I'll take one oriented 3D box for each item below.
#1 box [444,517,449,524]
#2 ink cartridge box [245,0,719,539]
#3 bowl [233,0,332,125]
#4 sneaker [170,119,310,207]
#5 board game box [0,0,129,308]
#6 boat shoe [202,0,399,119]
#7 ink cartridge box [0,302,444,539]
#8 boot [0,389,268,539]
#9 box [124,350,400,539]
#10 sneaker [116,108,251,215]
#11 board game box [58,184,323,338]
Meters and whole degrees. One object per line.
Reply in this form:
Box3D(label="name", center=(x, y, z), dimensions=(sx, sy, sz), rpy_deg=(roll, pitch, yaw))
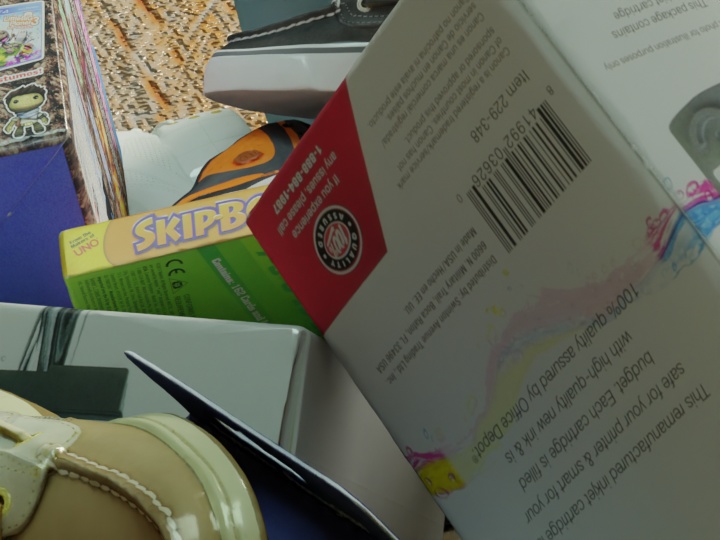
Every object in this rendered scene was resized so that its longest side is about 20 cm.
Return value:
Box3D(label="box", center=(0.074, 0.034, 0.990), dimensions=(0.200, 0.046, 0.159), rpy_deg=(-10, 24, -8))
Box3D(label="ink cartridge box", center=(0.076, 0.014, 0.710), dimensions=(0.086, 0.148, 0.200), rpy_deg=(-24, 73, -41))
Box3D(label="bowl", center=(0.038, -0.077, 1.139), dimensions=(0.201, 0.105, 0.201), rpy_deg=(3, 2, 0))
Box3D(label="sneaker", center=(0.015, -0.036, 1.012), dimensions=(0.200, 0.078, 0.112), rpy_deg=(-9, 17, -20))
Box3D(label="board game box", center=(-0.149, -0.040, 1.004), dimensions=(0.097, 0.159, 0.200), rpy_deg=(-12, 40, -1))
Box3D(label="boat shoe", center=(0.029, -0.100, 1.011), dimensions=(0.200, 0.066, 0.070), rpy_deg=(-4, -10, 30))
Box3D(label="ink cartridge box", center=(-0.086, 0.065, 0.830), dimensions=(0.200, 0.083, 0.147), rpy_deg=(5, -13, 22))
Box3D(label="boot", center=(-0.126, 0.074, 0.635), dimensions=(0.155, 0.072, 0.200), rpy_deg=(-6, 9, -34))
Box3D(label="box", center=(0.014, 0.103, 0.678), dimensions=(0.032, 0.200, 0.121), rpy_deg=(-49, 36, -10))
Box3D(label="sneaker", center=(-0.119, -0.042, 1.194), dimensions=(0.116, 0.074, 0.200), rpy_deg=(-23, 38, -38))
Box3D(label="board game box", center=(0.000, 0.000, 0.909), dimensions=(0.200, 0.096, 0.030), rpy_deg=(-11, 54, 0))
